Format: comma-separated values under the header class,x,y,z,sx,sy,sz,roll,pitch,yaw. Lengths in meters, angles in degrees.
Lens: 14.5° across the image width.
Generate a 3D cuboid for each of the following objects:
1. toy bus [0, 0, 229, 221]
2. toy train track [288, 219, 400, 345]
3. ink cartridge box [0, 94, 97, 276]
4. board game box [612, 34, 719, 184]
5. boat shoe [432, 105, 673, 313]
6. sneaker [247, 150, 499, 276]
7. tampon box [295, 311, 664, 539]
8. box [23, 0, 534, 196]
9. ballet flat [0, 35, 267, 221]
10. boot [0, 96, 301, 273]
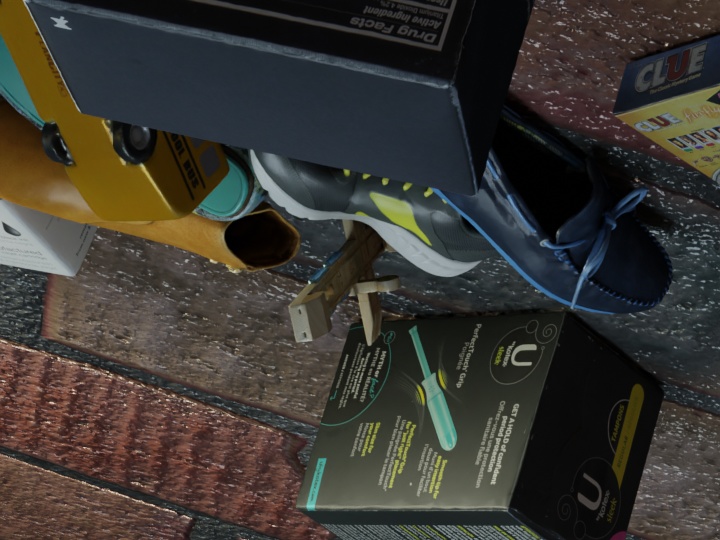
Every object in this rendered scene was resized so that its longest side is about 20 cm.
class,x,y,z,sx,sy,sz,roll,pitch,yaw
toy bus,-0.147,-0.120,1.574,0.065,0.078,0.200,0,125,38
toy train track,0.000,0.000,1.721,0.032,0.115,0.200,-7,-165,18
ink cartridge box,-0.268,-0.085,1.800,0.146,0.085,0.200,10,158,28
board game box,0.248,-0.083,1.480,0.135,0.035,0.200,30,155,-29
boat shoe,0.114,-0.032,1.646,0.200,0.084,0.069,29,154,-31
sneaker,0.022,-0.061,1.678,0.200,0.075,0.085,23,153,-37
tampon box,0.083,0.125,1.954,0.200,0.150,0.126,-4,150,43
box,-0.021,-0.160,1.278,0.199,0.199,0.123,13,158,13
ballet flat,-0.139,-0.097,1.692,0.200,0.074,0.074,36,159,5
boot,-0.136,-0.051,1.732,0.144,0.071,0.201,25,-171,37
